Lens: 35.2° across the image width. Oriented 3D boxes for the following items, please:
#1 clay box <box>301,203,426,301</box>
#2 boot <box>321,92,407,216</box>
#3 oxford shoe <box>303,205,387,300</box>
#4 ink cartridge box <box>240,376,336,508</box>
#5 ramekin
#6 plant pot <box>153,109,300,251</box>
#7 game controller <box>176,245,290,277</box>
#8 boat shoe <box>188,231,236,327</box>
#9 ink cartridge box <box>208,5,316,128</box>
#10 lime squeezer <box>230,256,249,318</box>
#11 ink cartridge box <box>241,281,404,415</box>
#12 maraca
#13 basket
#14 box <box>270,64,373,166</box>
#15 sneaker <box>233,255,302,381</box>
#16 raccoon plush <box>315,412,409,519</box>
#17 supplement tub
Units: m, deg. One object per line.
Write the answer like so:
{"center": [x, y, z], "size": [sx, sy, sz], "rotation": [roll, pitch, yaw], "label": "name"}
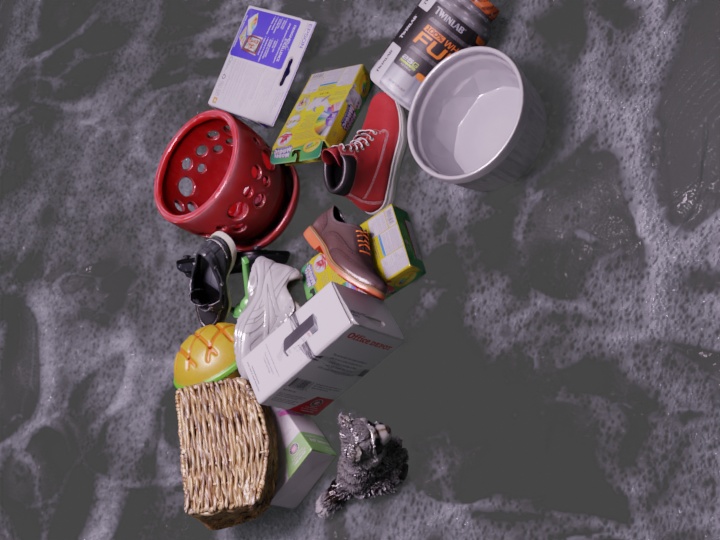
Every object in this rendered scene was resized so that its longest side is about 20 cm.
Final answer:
{"center": [0.000, 0.000, 1.755], "size": [0.199, 0.047, 0.116], "rotation": [-34, 56, 28], "label": "clay box"}
{"center": [0.001, -0.201, 1.761], "size": [0.072, 0.144, 0.203], "rotation": [-5, 70, 39], "label": "boot"}
{"center": [-0.013, -0.029, 1.699], "size": [0.073, 0.071, 0.200], "rotation": [-51, 50, 8], "label": "oxford shoe"}
{"center": [-0.135, 0.255, 1.763], "size": [0.118, 0.067, 0.200], "rotation": [-52, 51, 15], "label": "ink cartridge box"}
{"center": [0.176, -0.212, 1.646], "size": [0.198, 0.105, 0.203], "rotation": [-14, 67, 35], "label": "ramekin"}
{"center": [-0.216, -0.137, 1.883], "size": [0.199, 0.182, 0.203], "rotation": [-19, 56, 31], "label": "plant pot"}
{"center": [-0.214, -0.017, 1.900], "size": [0.198, 0.104, 0.043], "rotation": [-5, 96, 38], "label": "game controller"}
{"center": [-0.248, 0.029, 1.840], "size": [0.074, 0.066, 0.201], "rotation": [36, 135, 14], "label": "boat shoe"}
{"center": [-0.167, -0.360, 2.021], "size": [0.199, 0.043, 0.200], "rotation": [24, 91, 44], "label": "ink cartridge box"}
{"center": [-0.199, 0.051, 1.867], "size": [0.071, 0.038, 0.200], "rotation": [45, 151, 3], "label": "lime squeezer"}
{"center": [-0.055, 0.119, 1.690], "size": [0.200, 0.144, 0.084], "rotation": [-40, 57, 21], "label": "ink cartridge box"}
{"center": [-0.220, 0.136, 1.852], "size": [0.198, 0.108, 0.138], "rotation": [-26, 29, 13], "label": "maraca"}
{"center": [-0.191, 0.276, 1.717], "size": [0.141, 0.149, 0.203], "rotation": [-10, 67, 3], "label": "basket"}
{"center": [-0.064, -0.244, 1.846], "size": [0.116, 0.049, 0.201], "rotation": [-3, 48, 39], "label": "box"}
{"center": [-0.137, 0.077, 1.760], "size": [0.098, 0.078, 0.203], "rotation": [8, 74, 9], "label": "sneaker"}
{"center": [-0.019, 0.289, 1.610], "size": [0.201, 0.133, 0.097], "rotation": [-53, 51, 12], "label": "raccoon plush"}
{"center": [0.115, -0.342, 1.729], "size": [0.201, 0.122, 0.123], "rotation": [-54, 50, 12], "label": "supplement tub"}
